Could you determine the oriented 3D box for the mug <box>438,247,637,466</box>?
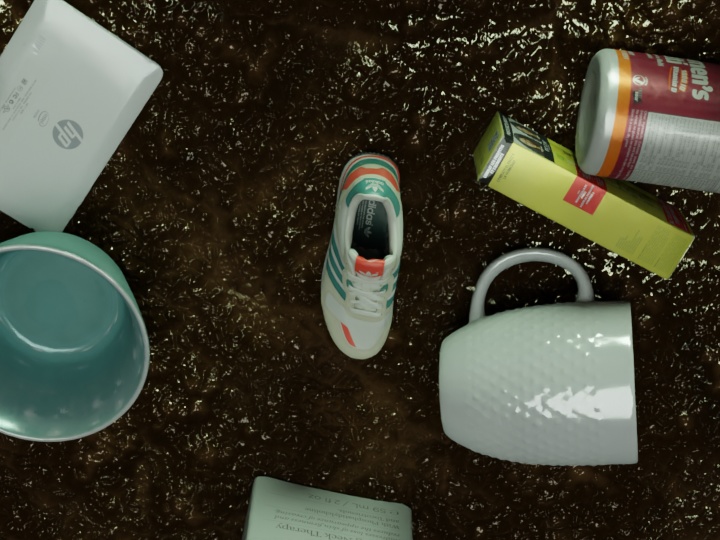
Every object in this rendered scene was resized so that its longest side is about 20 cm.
[{"bbox_3d":[0.162,0.079,1.370,0.174,0.148,0.202,-3,83,10],"label":"mug"}]

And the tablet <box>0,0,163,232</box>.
[{"bbox_3d":[-0.281,-0.136,1.342,0.130,0.014,0.200,33,110,-13],"label":"tablet"}]

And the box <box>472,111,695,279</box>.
[{"bbox_3d":[0.198,-0.067,1.332,0.199,0.075,0.050,28,111,-9],"label":"box"}]

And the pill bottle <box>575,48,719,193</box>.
[{"bbox_3d":[0.293,-0.124,1.286,0.198,0.110,0.110,7,113,-2],"label":"pill bottle"}]

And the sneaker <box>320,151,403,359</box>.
[{"bbox_3d":[0.000,0.000,1.352,0.070,0.094,0.201,6,113,-2],"label":"sneaker"}]

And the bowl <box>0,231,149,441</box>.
[{"bbox_3d":[-0.286,0.046,1.365,0.199,0.105,0.202,0,116,0],"label":"bowl"}]

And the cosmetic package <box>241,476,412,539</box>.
[{"bbox_3d":[-0.044,0.332,1.435,0.166,0.200,0.168,11,113,-5],"label":"cosmetic package"}]
